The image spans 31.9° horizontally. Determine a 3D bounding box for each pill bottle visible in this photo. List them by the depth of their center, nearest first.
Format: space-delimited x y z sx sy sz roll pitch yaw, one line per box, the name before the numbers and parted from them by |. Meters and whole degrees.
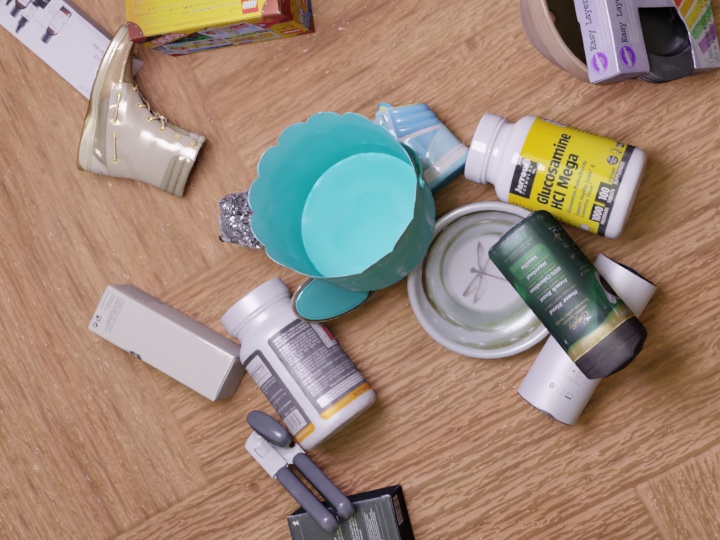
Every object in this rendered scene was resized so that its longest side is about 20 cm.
pill bottle | 0.232 -0.119 1.506 0.199 0.112 0.113 19 95 13
pill bottle | -0.080 0.116 1.586 0.116 0.116 0.200 -38 82 12

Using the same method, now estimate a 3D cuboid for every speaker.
speaker | 0.273 0.082 1.516 0.081 0.081 0.201 31 98 12

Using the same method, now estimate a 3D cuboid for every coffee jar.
coffee jar | 0.238 0.030 1.432 0.085 0.104 0.200 -42 78 16

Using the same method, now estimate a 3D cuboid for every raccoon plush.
raccoon plush | -0.098 -0.104 1.577 0.097 0.134 0.200 40 100 11

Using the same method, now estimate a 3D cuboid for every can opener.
can opener | -0.085 0.246 1.579 0.053 0.067 0.200 -40 45 -11

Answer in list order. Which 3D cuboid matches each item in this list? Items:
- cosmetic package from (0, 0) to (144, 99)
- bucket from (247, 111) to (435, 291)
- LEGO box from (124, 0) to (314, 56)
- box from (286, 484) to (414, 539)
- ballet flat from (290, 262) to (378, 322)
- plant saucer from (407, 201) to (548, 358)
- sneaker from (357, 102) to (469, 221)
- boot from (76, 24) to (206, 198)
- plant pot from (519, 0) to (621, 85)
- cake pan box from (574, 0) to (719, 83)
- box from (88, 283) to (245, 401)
cosmetic package | -0.394 -0.310 1.690 0.200 0.051 0.083 40 101 9
bucket | -0.014 -0.074 1.467 0.206 0.135 0.208 -4 78 18
LEGO box | -0.176 -0.331 1.586 0.199 0.149 0.078 -7 90 15
box | 0.003 0.386 1.590 0.141 0.079 0.201 -14 88 12
ballet flat | 0.000 0.000 1.574 0.200 0.071 0.071 -32 83 -5
plant saucer | 0.157 0.007 1.543 0.199 0.050 0.201 1 109 3
sneaker | 0.027 -0.131 1.577 0.200 0.080 0.131 -35 85 2
boot | -0.271 -0.202 1.626 0.155 0.073 0.201 17 107 -3
plant pot | 0.254 -0.311 1.487 0.093 0.200 0.202 -10 88 54
cake pan box | 0.325 -0.313 1.451 0.052 0.184 0.201 -12 86 57
box | -0.247 0.092 1.647 0.199 0.082 0.069 29 97 13
